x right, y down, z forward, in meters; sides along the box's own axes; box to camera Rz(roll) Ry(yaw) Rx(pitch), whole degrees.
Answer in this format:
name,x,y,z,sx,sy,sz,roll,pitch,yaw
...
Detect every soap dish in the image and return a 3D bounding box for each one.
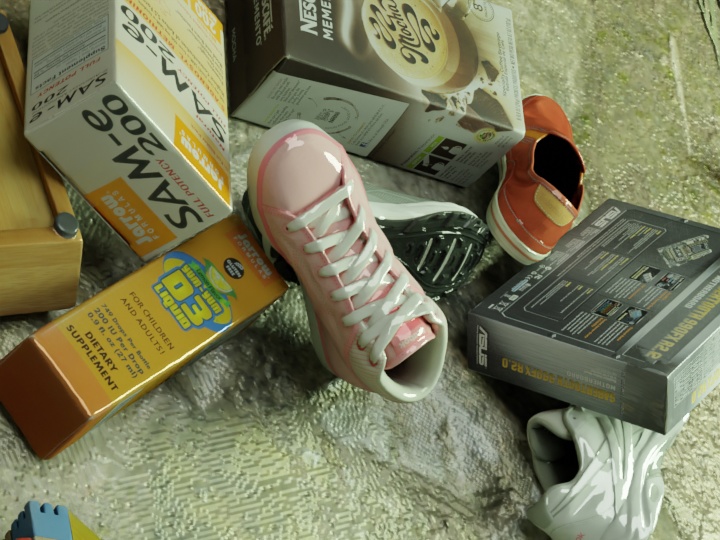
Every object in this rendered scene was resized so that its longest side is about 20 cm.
name,x,y,z,sx,sy,sz,roll,pitch,yaw
soap dish,-0.260,-0.068,1.546,0.157,0.081,0.201,-5,65,-38

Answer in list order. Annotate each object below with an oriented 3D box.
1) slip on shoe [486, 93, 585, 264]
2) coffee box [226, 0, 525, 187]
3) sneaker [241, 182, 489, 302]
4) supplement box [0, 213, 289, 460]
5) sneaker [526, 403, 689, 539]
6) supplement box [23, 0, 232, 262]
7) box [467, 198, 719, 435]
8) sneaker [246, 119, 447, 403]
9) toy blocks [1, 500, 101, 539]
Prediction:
name,x,y,z,sx,sy,sz,roll,pitch,yaw
slip on shoe,0.134,-0.074,1.835,0.074,0.061,0.200,43,26,-13
coffee box,0.010,-0.147,1.799,0.199,0.080,0.114,15,54,-28
sneaker,0.007,-0.031,1.726,0.199,0.074,0.079,9,26,-40
supplement box,-0.135,0.037,1.577,0.067,0.069,0.200,53,42,3
sneaker,0.164,0.108,1.744,0.099,0.078,0.201,29,46,-11
supplement box,-0.145,-0.122,1.611,0.126,0.073,0.201,48,23,-36
box,0.191,0.027,1.774,0.158,0.049,0.200,18,35,29
sneaker,0.000,0.000,1.608,0.075,0.104,0.201,-34,126,-20
toy blocks,-0.168,0.195,1.438,0.199,0.100,0.137,12,42,-31
